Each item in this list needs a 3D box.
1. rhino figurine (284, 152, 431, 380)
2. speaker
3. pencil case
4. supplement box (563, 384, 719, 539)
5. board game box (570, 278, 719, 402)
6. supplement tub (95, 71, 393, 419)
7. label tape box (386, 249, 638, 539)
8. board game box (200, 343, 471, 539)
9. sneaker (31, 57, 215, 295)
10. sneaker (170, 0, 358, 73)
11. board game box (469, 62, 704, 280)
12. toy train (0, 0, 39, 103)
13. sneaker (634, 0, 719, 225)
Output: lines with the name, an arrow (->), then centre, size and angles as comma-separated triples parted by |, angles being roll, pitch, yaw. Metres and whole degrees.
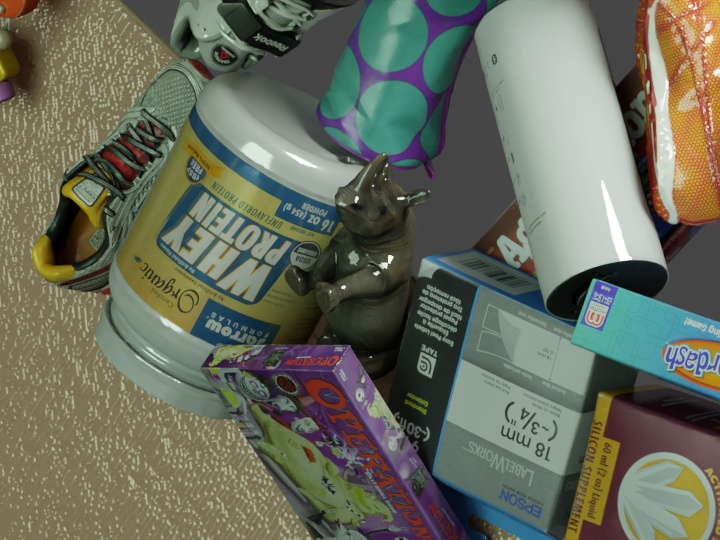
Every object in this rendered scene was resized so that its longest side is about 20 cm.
rhino figurine -> 0.000, 0.000, 1.761 | 0.060, 0.087, 0.200 | 44, 142, 33
speaker -> 0.130, -0.071, 1.706 | 0.081, 0.081, 0.201 | -30, 59, 30
pencil case -> 0.048, -0.166, 1.786 | 0.092, 0.085, 0.200 | 25, 109, -5
supplement box -> 0.236, 0.151, 1.677 | 0.199, 0.086, 0.111 | 18, 101, 31
board game box -> 0.245, 0.066, 1.624 | 0.200, 0.152, 0.045 | 21, 91, 33
supplement tub -> -0.081, -0.016, 1.839 | 0.145, 0.144, 0.200 | 39, 111, 25
label tape box -> 0.089, 0.106, 1.768 | 0.144, 0.063, 0.201 | 25, 110, 33
board game box -> -0.011, 0.128, 1.790 | 0.120, 0.032, 0.200 | -5, 129, 38
sneaker -> -0.160, -0.062, 1.926 | 0.078, 0.082, 0.200 | 42, 112, 24
sneaker -> -0.064, -0.170, 1.824 | 0.200, 0.074, 0.089 | 1, 64, 61
board game box -> 0.160, -0.040, 1.758 | 0.200, 0.019, 0.103 | -49, 66, 24
toy train -> -0.298, -0.201, 2.015 | 0.199, 0.056, 0.151 | 7, 110, 30
sneaker -> 0.209, -0.127, 1.689 | 0.077, 0.073, 0.201 | -4, 84, 0
